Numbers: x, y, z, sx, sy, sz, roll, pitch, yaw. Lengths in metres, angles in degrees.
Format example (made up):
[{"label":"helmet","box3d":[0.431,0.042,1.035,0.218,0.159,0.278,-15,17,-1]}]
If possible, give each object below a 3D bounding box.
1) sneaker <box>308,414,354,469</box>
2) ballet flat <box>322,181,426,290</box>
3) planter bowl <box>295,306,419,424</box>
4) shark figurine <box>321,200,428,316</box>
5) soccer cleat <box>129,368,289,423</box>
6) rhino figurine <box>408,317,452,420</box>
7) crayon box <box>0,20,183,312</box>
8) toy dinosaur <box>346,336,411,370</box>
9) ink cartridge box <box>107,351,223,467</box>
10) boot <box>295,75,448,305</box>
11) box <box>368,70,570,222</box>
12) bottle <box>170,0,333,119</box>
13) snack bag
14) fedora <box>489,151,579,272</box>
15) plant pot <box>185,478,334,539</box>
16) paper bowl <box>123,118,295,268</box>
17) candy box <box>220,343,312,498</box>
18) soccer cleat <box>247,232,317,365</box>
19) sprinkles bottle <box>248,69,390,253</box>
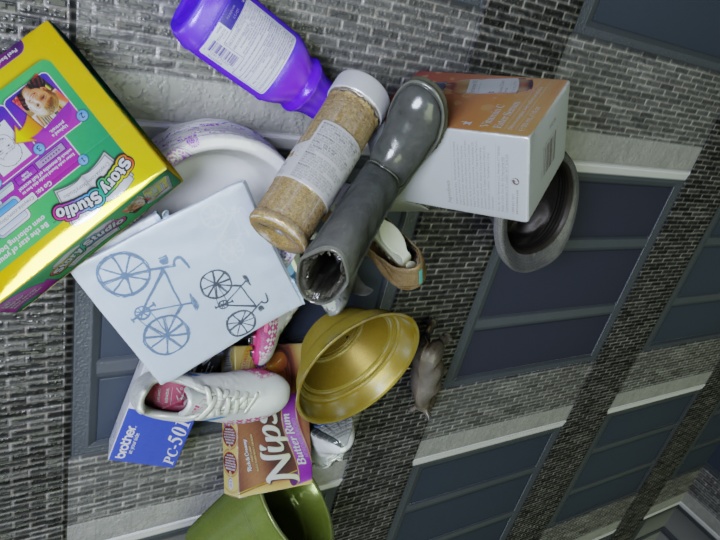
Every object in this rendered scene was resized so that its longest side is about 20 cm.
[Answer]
[{"label":"sneaker","box3d":[-0.048,0.265,0.915,0.074,0.200,0.088,-18,87,-20]},{"label":"ballet flat","box3d":[0.009,-0.058,0.735,0.068,0.200,0.072,-39,167,-17]},{"label":"planter bowl","box3d":[-0.021,0.113,0.822,0.199,0.083,0.202,-25,139,-23]},{"label":"shark figurine","box3d":[0.002,-0.013,0.835,0.089,0.128,0.215,41,66,-23]},{"label":"soccer cleat","box3d":[-0.181,0.161,0.730,0.198,0.086,0.071,4,89,-19]},{"label":"rhino figurine","box3d":[0.118,0.190,1.042,0.087,0.059,0.202,-47,145,-50]},{"label":"crayon box","box3d":[-0.298,-0.091,0.537,0.200,0.058,0.173,-39,90,-4]},{"label":"toy dinosaur","box3d":[-0.012,0.167,0.955,0.199,0.086,0.136,4,126,-50]},{"label":"ink cartridge box","box3d":[-0.266,0.173,0.802,0.093,0.044,0.201,18,110,-27]},{"label":"boot","box3d":[0.009,-0.081,0.602,0.200,0.072,0.183,-50,166,-41]},{"label":"box","box3d":[0.130,-0.158,0.712,0.152,0.198,0.107,-51,143,-39]},{"label":"bottle","box3d":[-0.100,-0.229,0.636,0.199,0.065,0.084,26,104,-42]},{"label":"snack bag","box3d":[-0.175,0.013,0.635,0.199,0.021,0.190,-30,128,-9]},{"label":"fedora","box3d":[0.258,-0.107,0.935,0.176,0.090,0.202,-22,123,-21]},{"label":"plant pot","box3d":[-0.176,0.421,0.962,0.189,0.201,0.200,-35,134,10]},{"label":"paper bowl","box3d":[-0.169,-0.069,0.668,0.199,0.104,0.202,-14,125,-21]},{"label":"candy box","box3d":[-0.134,0.208,0.839,0.116,0.056,0.202,3,77,-35]},{"label":"soccer cleat","box3d":[-0.100,0.033,0.782,0.085,0.070,0.202,6,103,-16]},{"label":"sprinkles bottle","box3d":[-0.039,-0.116,0.618,0.068,0.068,0.201,49,62,-43]}]
